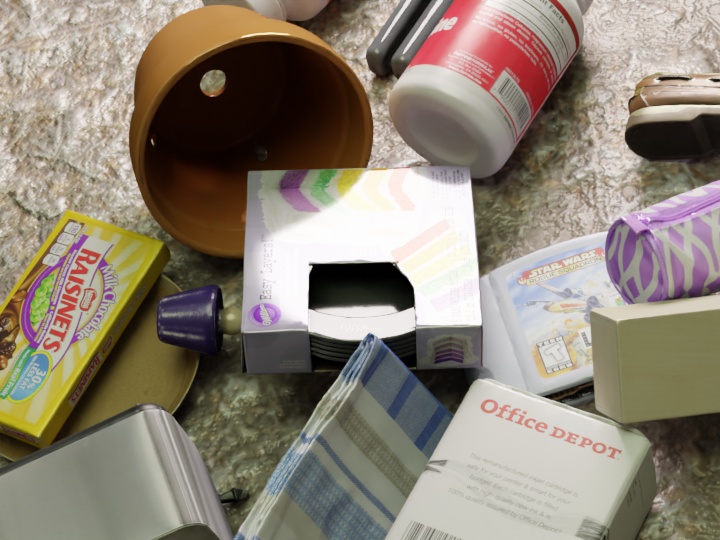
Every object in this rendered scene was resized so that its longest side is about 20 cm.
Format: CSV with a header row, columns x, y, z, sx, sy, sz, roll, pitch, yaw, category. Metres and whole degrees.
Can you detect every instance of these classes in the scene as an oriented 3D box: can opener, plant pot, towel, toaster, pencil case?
x,y,z,sx,sy,sz,roll,pitch,yaw,category
0.067,-0.258,1.824,0.053,0.067,0.200,19,61,26,can opener
-0.222,0.080,1.674,0.199,0.028,0.201,-7,54,9,plant pot
0.000,0.163,1.486,0.024,0.147,0.200,2,52,49,towel
-0.174,0.200,1.480,0.199,0.181,0.119,-24,55,-3,toaster
-0.105,-0.130,1.707,0.199,0.201,0.140,-26,37,-6,plant pot
0.279,-0.034,1.566,0.199,0.086,0.084,-24,52,-25,pencil case

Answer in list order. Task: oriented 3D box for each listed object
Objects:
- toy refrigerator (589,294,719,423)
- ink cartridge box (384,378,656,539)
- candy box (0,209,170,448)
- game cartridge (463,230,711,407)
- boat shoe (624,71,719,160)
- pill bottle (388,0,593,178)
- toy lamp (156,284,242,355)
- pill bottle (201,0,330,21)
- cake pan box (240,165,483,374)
x,y,z,sx,sy,sz,roll,pitch,yaw,category
0.270,0.057,1.493,0.199,0.076,0.070,-7,8,-11,toy refrigerator
0.106,0.195,1.469,0.146,0.084,0.200,19,60,25,ink cartridge box
-0.245,0.045,1.673,0.102,0.026,0.200,19,61,22,candy box
0.171,0.038,1.601,0.199,0.042,0.134,-18,56,1,game cartridge
0.313,-0.133,1.666,0.199,0.072,0.068,4,56,17,boat shoe
0.117,-0.184,1.729,0.112,0.112,0.200,21,61,26,pill bottle
-0.060,0.039,1.628,0.199,0.058,0.058,-1,54,3,toy lamp
-0.051,-0.296,1.854,0.112,0.112,0.200,28,66,30,pill bottle
0.000,0.000,1.593,0.183,0.052,0.201,-2,42,3,cake pan box
